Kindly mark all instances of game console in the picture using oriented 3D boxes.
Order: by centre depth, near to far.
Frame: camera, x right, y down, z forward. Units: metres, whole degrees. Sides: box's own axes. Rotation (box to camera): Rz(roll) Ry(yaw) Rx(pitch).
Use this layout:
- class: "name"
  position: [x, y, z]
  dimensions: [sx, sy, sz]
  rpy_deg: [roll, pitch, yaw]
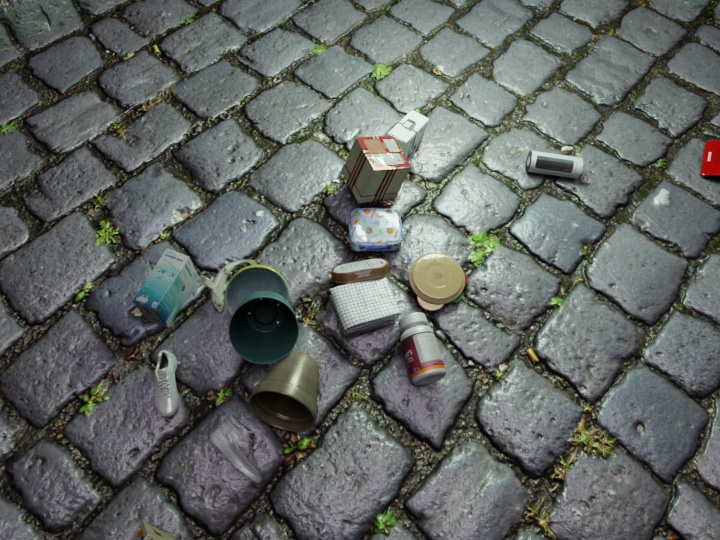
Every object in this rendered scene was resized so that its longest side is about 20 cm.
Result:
- class: "game console"
  position: [1.456, -0.410, 2.034]
  dimensions: [0.171, 0.119, 0.201]
  rpy_deg: [6, 56, 37]

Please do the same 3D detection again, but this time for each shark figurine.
- class: "shark figurine"
  position: [-0.441, 0.017, 1.693]
  dimensions: [0.128, 0.089, 0.215]
  rpy_deg: [44, 73, -17]

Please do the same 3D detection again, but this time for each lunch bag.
- class: "lunch bag"
  position: [0.048, -0.137, 1.795]
  dimensions: [0.198, 0.076, 0.162]
  rpy_deg: [-2, 64, -4]

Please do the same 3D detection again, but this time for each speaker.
- class: "speaker"
  position: [0.742, -0.405, 1.965]
  dimensions: [0.198, 0.081, 0.082]
  rpy_deg: [9, 62, 2]

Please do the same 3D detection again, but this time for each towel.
- class: "towel"
  position: [0.014, 0.114, 1.654]
  dimensions: [0.198, 0.086, 0.167]
  rpy_deg: [-14, 56, -15]

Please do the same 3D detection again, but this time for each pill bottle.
- class: "pill bottle"
  position: [0.185, 0.240, 1.579]
  dimensions: [0.108, 0.110, 0.202]
  rpy_deg: [-12, 63, -9]

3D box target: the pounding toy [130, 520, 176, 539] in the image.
- class: "pounding toy"
  position: [-0.561, 0.727, 1.255]
  dimensions: [0.142, 0.200, 0.185]
  rpy_deg: [38, 63, -14]

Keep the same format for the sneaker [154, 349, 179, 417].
- class: "sneaker"
  position: [-0.580, 0.331, 1.514]
  dimensions: [0.070, 0.080, 0.202]
  rpy_deg: [-9, 64, -9]

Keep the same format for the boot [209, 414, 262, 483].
- class: "boot"
  position: [-0.326, 0.495, 1.439]
  dimensions: [0.199, 0.074, 0.096]
  rpy_deg: [37, 73, 17]

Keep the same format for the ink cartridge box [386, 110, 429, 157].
- class: "ink cartridge box"
  position: [0.162, -0.483, 1.920]
  dimensions: [0.083, 0.146, 0.200]
  rpy_deg: [31, 51, 11]

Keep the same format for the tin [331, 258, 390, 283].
- class: "tin"
  position: [0.000, 0.000, 1.702]
  dimensions: [0.198, 0.042, 0.112]
  rpy_deg: [-10, 23, -8]

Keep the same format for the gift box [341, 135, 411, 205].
- class: "gift box"
  position: [0.064, -0.344, 1.807]
  dimensions: [0.198, 0.187, 0.186]
  rpy_deg: [-5, 58, -28]

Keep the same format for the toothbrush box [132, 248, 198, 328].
- class: "toothbrush box"
  position: [-0.609, 0.057, 1.621]
  dimensions: [0.085, 0.147, 0.201]
  rpy_deg: [19, 61, 7]

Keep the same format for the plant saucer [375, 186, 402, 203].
- class: "plant saucer"
  position: [0.058, -0.325, 1.916]
  dimensions: [0.198, 0.036, 0.202]
  rpy_deg: [1, 61, -3]

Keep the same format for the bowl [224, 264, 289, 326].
- class: "bowl"
  position: [-0.330, 0.065, 1.637]
  dimensions: [0.198, 0.202, 0.108]
  rpy_deg: [-11, 21, -8]

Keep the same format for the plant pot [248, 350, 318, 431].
- class: "plant pot"
  position: [-0.198, 0.337, 1.482]
  dimensions: [0.198, 0.201, 0.174]
  rpy_deg: [15, 45, 6]

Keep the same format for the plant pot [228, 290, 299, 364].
- class: "plant pot"
  position: [-0.284, 0.152, 1.528]
  dimensions: [0.198, 0.161, 0.203]
  rpy_deg: [-2, 104, -8]

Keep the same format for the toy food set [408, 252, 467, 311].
- class: "toy food set"
  position: [0.260, 0.030, 1.729]
  dimensions: [0.196, 0.049, 0.201]
  rpy_deg: [-21, 64, -13]
